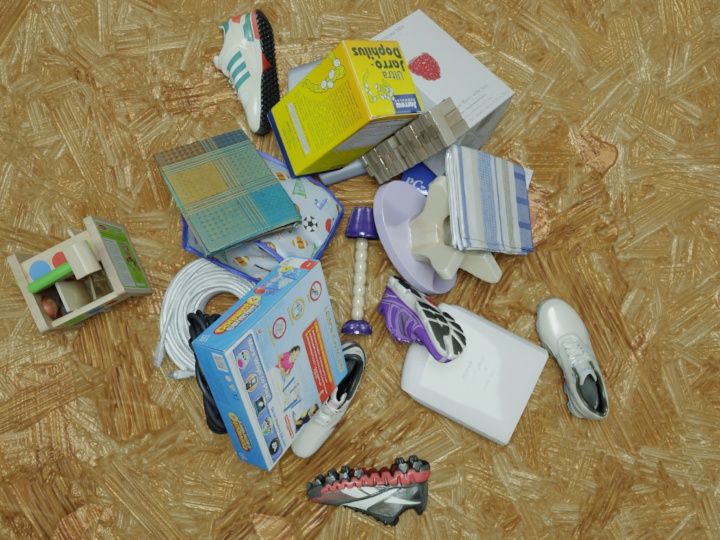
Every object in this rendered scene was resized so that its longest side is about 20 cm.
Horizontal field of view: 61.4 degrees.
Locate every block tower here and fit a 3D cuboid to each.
[{"bbox_3d":[0.075,-0.182,0.874,0.058,0.200,0.054,-38,100,-25],"label":"block tower"}]

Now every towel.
[{"bbox_3d":[0.189,-0.096,0.880,0.024,0.199,0.149,-10,82,43],"label":"towel"},{"bbox_3d":[-0.186,-0.113,0.845,0.146,0.022,0.201,-22,59,-25],"label":"towel"}]

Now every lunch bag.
[{"bbox_3d":[-0.142,-0.072,0.916,0.198,0.124,0.171,23,53,4],"label":"lunch bag"}]

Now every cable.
[{"bbox_3d":[-0.198,0.138,0.822,0.050,0.200,0.165,-4,76,-2],"label":"cable"},{"bbox_3d":[-0.217,0.076,0.964,0.198,0.069,0.202,6,87,0],"label":"cable"}]

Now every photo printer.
[{"bbox_3d":[0.171,0.156,0.955,0.199,0.069,0.168,27,88,2],"label":"photo printer"}]

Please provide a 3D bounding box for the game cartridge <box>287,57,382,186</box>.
[{"bbox_3d":[-0.044,-0.248,0.993,0.132,0.041,0.202,-18,87,4],"label":"game cartridge"}]

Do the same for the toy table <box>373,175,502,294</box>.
[{"bbox_3d":[0.120,-0.052,0.902,0.200,0.116,0.185,43,56,-32],"label":"toy table"}]

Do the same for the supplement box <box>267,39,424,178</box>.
[{"bbox_3d":[-0.026,-0.226,0.866,0.108,0.199,0.111,-19,87,-42],"label":"supplement box"}]

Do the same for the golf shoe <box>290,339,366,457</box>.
[{"bbox_3d":[-0.056,0.202,0.944,0.072,0.092,0.201,26,90,-7],"label":"golf shoe"}]

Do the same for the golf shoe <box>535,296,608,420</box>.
[{"bbox_3d":[0.339,0.135,0.942,0.078,0.097,0.202,-23,86,1],"label":"golf shoe"}]

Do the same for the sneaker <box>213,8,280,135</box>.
[{"bbox_3d":[-0.189,-0.317,0.989,0.092,0.070,0.202,-4,89,18],"label":"sneaker"}]

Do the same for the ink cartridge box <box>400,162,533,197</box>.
[{"bbox_3d":[0.168,-0.144,0.981,0.198,0.044,0.095,19,86,2],"label":"ink cartridge box"}]

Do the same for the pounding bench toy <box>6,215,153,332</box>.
[{"bbox_3d":[-0.435,0.010,0.903,0.155,0.200,0.125,-26,88,-1],"label":"pounding bench toy"}]

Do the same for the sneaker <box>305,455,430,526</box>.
[{"bbox_3d":[0.015,0.353,0.947,0.198,0.071,0.099,-7,85,-1],"label":"sneaker"}]

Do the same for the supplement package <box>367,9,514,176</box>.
[{"bbox_3d":[0.105,-0.267,0.918,0.200,0.120,0.121,45,64,11],"label":"supplement package"}]

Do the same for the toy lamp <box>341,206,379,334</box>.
[{"bbox_3d":[0.000,0.000,0.970,0.058,0.058,0.202,2,87,1],"label":"toy lamp"}]

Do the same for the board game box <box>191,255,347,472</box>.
[{"bbox_3d":[-0.106,0.117,0.797,0.055,0.196,0.202,9,126,31],"label":"board game box"}]

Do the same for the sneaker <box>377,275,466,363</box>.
[{"bbox_3d":[0.087,0.086,0.915,0.080,0.200,0.084,22,104,-29],"label":"sneaker"}]
